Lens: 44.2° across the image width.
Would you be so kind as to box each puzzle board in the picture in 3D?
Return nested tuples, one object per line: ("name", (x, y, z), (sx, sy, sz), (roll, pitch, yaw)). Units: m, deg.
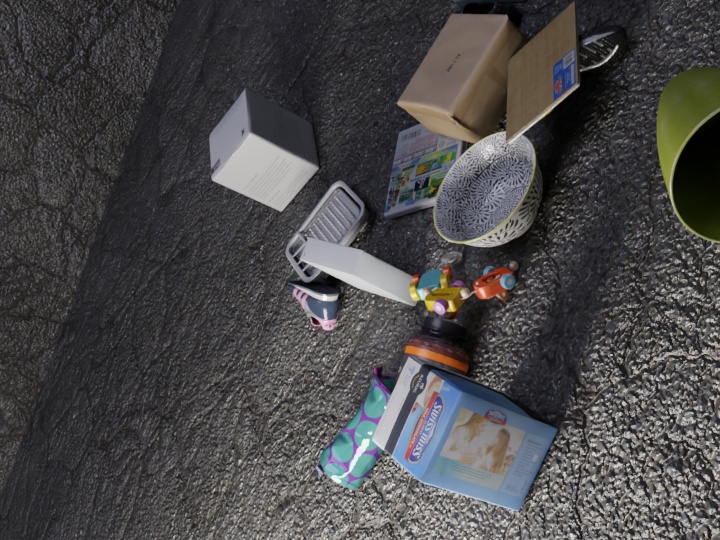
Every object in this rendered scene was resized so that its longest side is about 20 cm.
("puzzle board", (0.283, -0.305, 1.372), (0.150, 0.017, 0.202), (-38, 32, 42))

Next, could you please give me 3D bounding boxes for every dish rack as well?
("dish rack", (-0.064, -0.075, 1.832), (0.201, 0.043, 0.172), (-53, 34, 8))

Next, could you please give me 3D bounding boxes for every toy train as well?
("toy train", (0.166, 0.030, 1.431), (0.149, 0.056, 0.199), (-29, 20, -16))

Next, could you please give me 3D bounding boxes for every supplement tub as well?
("supplement tub", (0.108, 0.177, 1.387), (0.106, 0.106, 0.203), (4, 74, 56))

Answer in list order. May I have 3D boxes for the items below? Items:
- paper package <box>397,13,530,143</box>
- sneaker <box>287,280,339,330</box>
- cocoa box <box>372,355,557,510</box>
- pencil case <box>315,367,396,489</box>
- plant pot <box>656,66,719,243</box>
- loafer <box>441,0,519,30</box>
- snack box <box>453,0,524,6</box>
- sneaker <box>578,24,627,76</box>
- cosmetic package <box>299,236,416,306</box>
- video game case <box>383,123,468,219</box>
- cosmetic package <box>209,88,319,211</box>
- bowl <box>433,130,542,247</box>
("paper package", (0.187, -0.340, 1.561), (0.202, 0.103, 0.190), (-58, 33, -2))
("sneaker", (-0.101, 0.067, 1.801), (0.200, 0.069, 0.084), (-157, 66, -67))
("cocoa box", (0.144, 0.224, 1.216), (0.131, 0.198, 0.135), (30, 95, 56))
("pencil case", (0.008, 0.270, 1.494), (0.092, 0.085, 0.201), (43, 109, 28))
("plant pot", (0.437, -0.166, 1.072), (0.188, 0.186, 0.201), (-49, 22, 26))
("loafer", (0.213, -0.475, 1.661), (0.200, 0.070, 0.069), (15, 81, 57))
("snack box", (0.258, -0.580, 1.676), (0.199, 0.052, 0.144), (22, 89, 58))
("sneaker", (0.334, -0.345, 1.404), (0.199, 0.073, 0.081), (-21, 52, 48))
("cosmetic package", (0.000, 0.000, 1.611), (0.199, 0.149, 0.052), (16, 83, 57))
("video game case", (0.127, -0.202, 1.668), (0.199, 0.022, 0.185), (-13, 60, 51))
("cosmetic package", (-0.226, -0.278, 2.067), (0.165, 0.198, 0.167), (-43, 40, 31))
("bowl", (0.219, -0.109, 1.396), (0.200, 0.094, 0.203), (-33, 40, 32))
